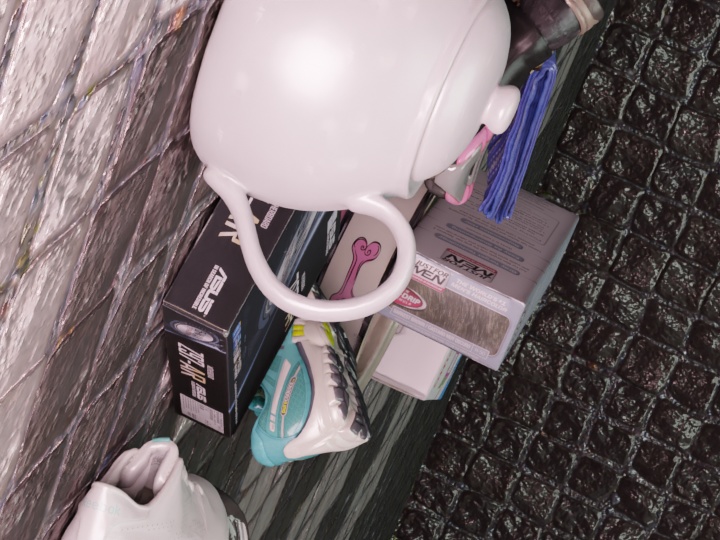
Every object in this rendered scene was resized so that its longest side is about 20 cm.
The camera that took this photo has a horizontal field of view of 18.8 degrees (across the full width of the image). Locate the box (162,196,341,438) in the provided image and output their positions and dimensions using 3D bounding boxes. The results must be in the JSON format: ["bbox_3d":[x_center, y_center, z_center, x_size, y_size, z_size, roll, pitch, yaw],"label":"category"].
[{"bbox_3d":[-0.063,-0.002,1.325,0.161,0.043,0.200,-62,172,-21],"label":"box"}]

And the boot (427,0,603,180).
[{"bbox_3d":[0.060,-0.129,1.403,0.151,0.073,0.200,-46,-162,-14],"label":"boot"}]

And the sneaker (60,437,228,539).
[{"bbox_3d":[-0.121,0.138,1.299,0.200,0.075,0.089,-33,135,-75],"label":"sneaker"}]

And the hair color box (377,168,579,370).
[{"bbox_3d":[0.090,-0.006,1.618,0.061,0.099,0.200,-68,172,24],"label":"hair color box"}]

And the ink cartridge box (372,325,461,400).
[{"bbox_3d":[0.073,0.062,2.351,0.145,0.084,0.200,-65,172,0],"label":"ink cartridge box"}]

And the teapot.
[{"bbox_3d":[0.010,-0.104,1.114,0.197,0.146,0.201,-54,167,-56],"label":"teapot"}]

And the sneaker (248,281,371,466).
[{"bbox_3d":[-0.049,0.059,1.450,0.200,0.079,0.078,-101,165,-61],"label":"sneaker"}]

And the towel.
[{"bbox_3d":[0.111,-0.146,1.551,0.200,0.024,0.145,-87,-170,-50],"label":"towel"}]

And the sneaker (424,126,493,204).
[{"bbox_3d":[0.049,-0.117,1.515,0.200,0.095,0.079,-80,-169,-58],"label":"sneaker"}]

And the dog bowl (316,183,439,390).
[{"bbox_3d":[0.000,0.000,1.671,0.201,0.074,0.200,-63,172,-16],"label":"dog bowl"}]

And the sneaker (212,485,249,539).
[{"bbox_3d":[-0.142,0.247,1.474,0.201,0.075,0.115,-67,170,23],"label":"sneaker"}]
